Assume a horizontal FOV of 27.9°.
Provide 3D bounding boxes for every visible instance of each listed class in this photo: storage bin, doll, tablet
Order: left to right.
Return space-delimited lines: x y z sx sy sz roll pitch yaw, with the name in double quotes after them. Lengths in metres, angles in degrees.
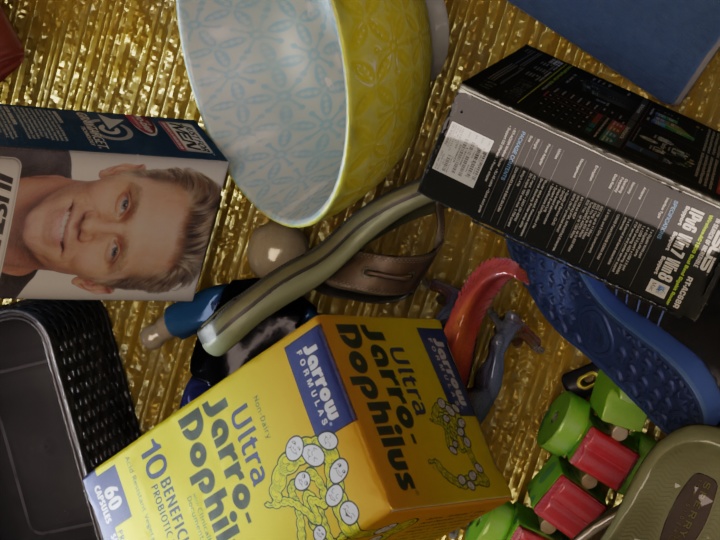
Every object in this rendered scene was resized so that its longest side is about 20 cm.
-0.219 0.124 0.929 0.135 0.094 0.200 -14 94 15 "storage bin"
-0.077 0.065 0.910 0.136 0.048 0.200 20 102 15 "doll"
0.113 -0.175 0.803 0.200 0.130 0.014 34 69 6 "tablet"

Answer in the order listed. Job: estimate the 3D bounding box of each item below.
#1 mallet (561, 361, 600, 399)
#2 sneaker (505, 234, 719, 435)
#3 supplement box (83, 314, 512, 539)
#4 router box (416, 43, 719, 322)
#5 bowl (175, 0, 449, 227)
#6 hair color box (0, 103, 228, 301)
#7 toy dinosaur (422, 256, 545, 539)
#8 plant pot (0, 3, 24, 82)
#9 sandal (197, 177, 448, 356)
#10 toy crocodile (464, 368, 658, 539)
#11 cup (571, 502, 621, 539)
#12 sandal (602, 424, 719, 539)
0.213 0.032 0.848 0.200 0.041 0.066 -39 85 19 "mallet"
0.159 0.013 0.821 0.200 0.078 0.070 53 151 36 "sneaker"
-0.038 0.118 0.788 0.200 0.109 0.109 -35 67 31 "supplement box"
0.128 -0.054 0.769 0.150 0.200 0.062 25 110 9 "router box"
-0.015 -0.134 0.828 0.107 0.200 0.201 -18 94 -28 "bowl"
-0.186 -0.039 0.845 0.061 0.200 0.100 48 129 48 "hair color box"
0.016 0.089 0.847 0.105 0.200 0.182 31 72 23 "toy dinosaur"
-0.315 -0.174 0.868 0.201 0.201 0.195 -30 98 15 "plant pot"
-0.001 0.001 0.851 0.201 0.080 0.057 -33 88 -5 "sandal"
0.119 0.139 0.862 0.067 0.062 0.200 31 104 -6 "toy crocodile"
0.197 0.203 0.817 0.200 0.143 0.201 2 98 13 "cup"
0.139 0.172 0.714 0.080 0.057 0.201 18 102 11 "sandal"
